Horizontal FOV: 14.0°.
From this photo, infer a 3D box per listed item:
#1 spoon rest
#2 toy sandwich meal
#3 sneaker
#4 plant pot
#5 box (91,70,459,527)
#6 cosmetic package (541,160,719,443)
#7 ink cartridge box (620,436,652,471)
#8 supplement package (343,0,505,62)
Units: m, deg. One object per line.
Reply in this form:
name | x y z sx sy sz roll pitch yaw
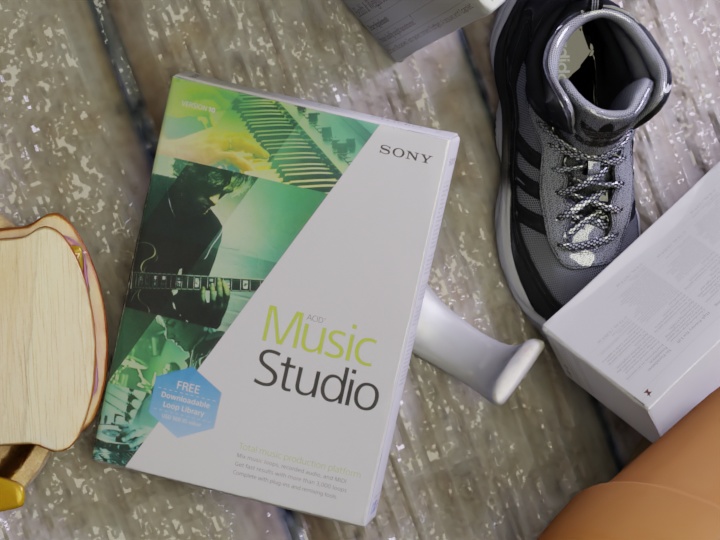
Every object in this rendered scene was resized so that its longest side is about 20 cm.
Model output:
spoon rest | 0.000 0.000 1.500 0.200 0.061 0.099 37 79 5
toy sandwich meal | -0.222 0.045 1.435 0.205 0.070 0.205 1 87 -12
sneaker | 0.113 -0.054 1.489 0.075 0.114 0.200 -7 89 -12
plant pot | 0.194 0.142 1.394 0.200 0.200 0.140 40 64 -8
box | -0.042 0.014 1.453 0.144 0.036 0.200 13 96 6
cosmetic package | 0.194 -0.004 1.477 0.200 0.083 0.051 -42 139 -11
ink cartridge box | 0.222 0.127 1.525 0.165 0.075 0.200 34 80 -7
supplement package | 0.026 -0.232 1.439 0.147 0.191 0.200 -42 95 -12
